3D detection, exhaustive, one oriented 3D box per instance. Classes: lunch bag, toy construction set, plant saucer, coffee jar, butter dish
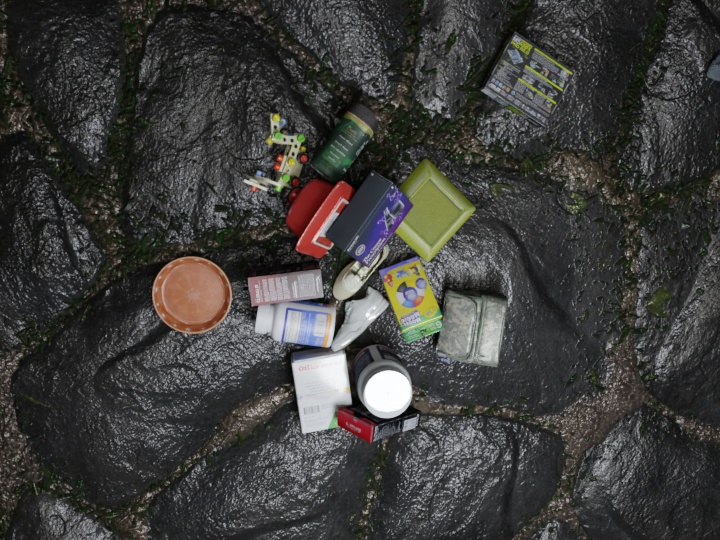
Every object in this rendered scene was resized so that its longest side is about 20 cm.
[{"bbox_3d":[0.295,0.150,1.514,0.166,0.139,0.202,9,97,10],"label":"lunch bag"},{"bbox_3d":[-0.205,-0.275,1.403,0.130,0.092,0.201,20,105,-35],"label":"toy construction set"},{"bbox_3d":[-0.432,0.062,1.460,0.198,0.032,0.202,-1,100,-6],"label":"plant saucer"},{"bbox_3d":[-0.037,-0.317,1.411,0.085,0.104,0.201,36,94,0],"label":"coffee jar"},{"bbox_3d":[0.180,-0.156,1.495,0.200,0.048,0.200,42,92,-11],"label":"plant saucer"},{"bbox_3d":[-0.116,-0.151,1.410,0.147,0.199,0.201,36,95,15],"label":"butter dish"}]

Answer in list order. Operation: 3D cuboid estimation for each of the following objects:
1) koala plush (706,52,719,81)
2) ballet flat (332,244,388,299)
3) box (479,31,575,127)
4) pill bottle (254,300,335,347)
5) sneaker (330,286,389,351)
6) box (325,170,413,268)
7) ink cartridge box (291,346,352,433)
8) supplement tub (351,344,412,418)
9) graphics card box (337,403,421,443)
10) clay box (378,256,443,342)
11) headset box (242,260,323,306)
[{"bbox_3d":[1.079,-0.557,1.495,0.177,0.184,0.200,45,80,-12],"label":"koala plush"},{"bbox_3d":[0.000,0.000,1.489,0.069,0.069,0.200,40,93,-12],"label":"ballet flat"},{"bbox_3d":[0.434,-0.494,1.475,0.199,0.044,0.161,28,94,-11],"label":"box"},{"bbox_3d":[-0.169,0.132,1.465,0.198,0.112,0.113,8,98,-8],"label":"pill bottle"},{"bbox_3d":[-0.019,0.127,1.502,0.089,0.075,0.200,45,71,4],"label":"sneaker"},{"bbox_3d":[0.025,-0.123,1.403,0.201,0.079,0.141,-55,145,2],"label":"box"},{"bbox_3d":[-0.102,0.314,1.517,0.144,0.088,0.202,-9,102,-7],"label":"ink cartridge box"},{"bbox_3d":[0.055,0.285,1.474,0.139,0.200,0.142,-1,100,-7],"label":"supplement tub"},{"bbox_3d":[0.051,0.387,1.482,0.199,0.125,0.051,-2,101,-47],"label":"graphics card box"},{"bbox_3d":[0.135,0.076,1.487,0.114,0.048,0.201,-21,73,-3],"label":"clay box"},{"bbox_3d":[-0.197,0.030,1.426,0.198,0.149,0.076,-7,100,-7],"label":"headset box"}]
